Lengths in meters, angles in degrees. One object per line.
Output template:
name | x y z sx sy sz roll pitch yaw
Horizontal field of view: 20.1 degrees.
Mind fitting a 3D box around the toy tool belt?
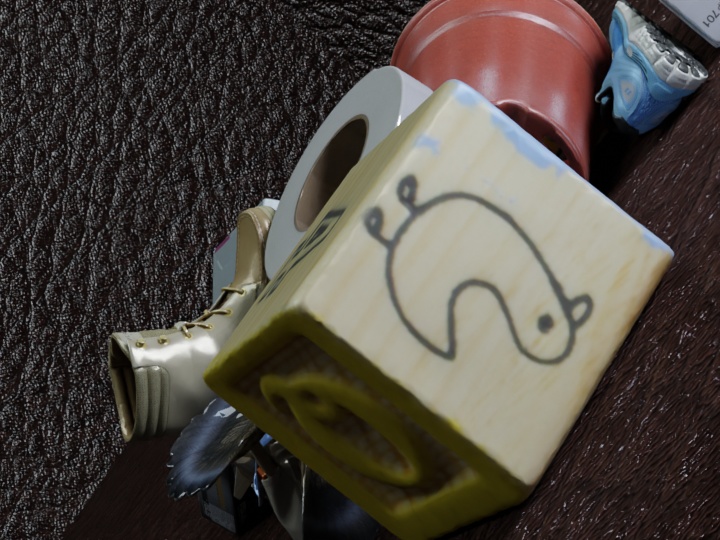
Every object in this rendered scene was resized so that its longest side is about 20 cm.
toy tool belt | -0.048 0.144 1.643 0.125 0.123 0.200 -51 6 6

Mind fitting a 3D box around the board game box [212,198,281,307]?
board game box | -0.026 -0.003 1.954 0.147 0.199 0.065 142 133 -60

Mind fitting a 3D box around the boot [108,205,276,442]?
boot | -0.134 0.045 1.710 0.073 0.155 0.201 176 93 -66

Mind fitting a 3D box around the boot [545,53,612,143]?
boot | 0.149 -0.176 1.827 0.107 0.199 0.075 -55 38 14

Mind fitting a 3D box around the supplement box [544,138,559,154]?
supplement box | 0.153 -0.125 1.959 0.067 0.069 0.200 -44 8 34

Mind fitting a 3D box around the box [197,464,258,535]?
box | -0.103 0.147 1.986 0.159 0.048 0.200 -54 -19 -28

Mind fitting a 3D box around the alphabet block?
alphabet block | 0.047 0.032 1.317 0.200 0.195 0.196 -56 6 -26

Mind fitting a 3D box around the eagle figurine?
eagle figurine | -0.042 0.097 1.501 0.152 0.150 0.201 27 100 52

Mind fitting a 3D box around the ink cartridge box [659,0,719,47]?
ink cartridge box | 0.303 -0.277 1.679 0.147 0.086 0.200 -50 5 14

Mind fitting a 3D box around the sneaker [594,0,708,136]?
sneaker | 0.220 -0.160 1.656 0.090 0.078 0.200 -53 6 15

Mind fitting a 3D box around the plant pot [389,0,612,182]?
plant pot | 0.116 -0.114 1.697 0.201 0.200 0.196 -48 16 26

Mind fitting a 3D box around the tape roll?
tape roll | -0.009 -0.070 1.633 0.203 0.037 0.203 -50 22 29
